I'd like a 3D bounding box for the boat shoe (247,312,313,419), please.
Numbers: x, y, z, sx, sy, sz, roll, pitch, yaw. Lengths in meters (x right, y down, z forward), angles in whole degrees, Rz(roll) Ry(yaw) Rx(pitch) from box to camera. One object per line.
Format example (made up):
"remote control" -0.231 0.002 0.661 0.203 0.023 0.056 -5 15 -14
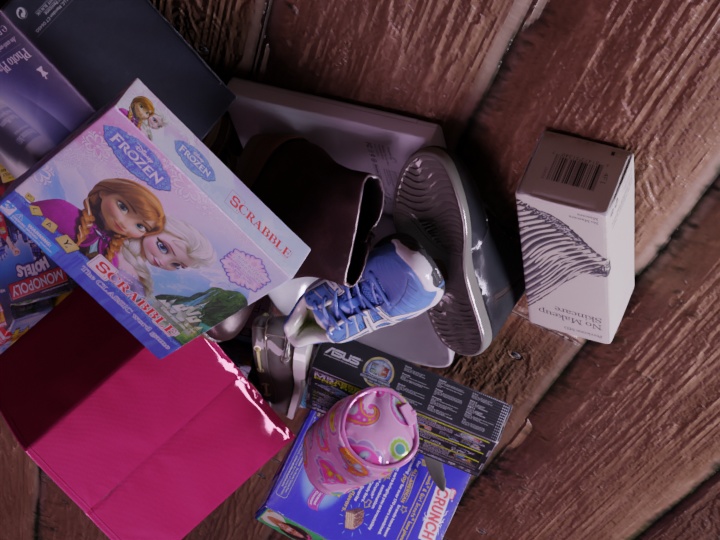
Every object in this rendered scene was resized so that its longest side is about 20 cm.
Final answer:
"boat shoe" -0.081 0.093 1.705 0.060 0.072 0.202 12 157 0

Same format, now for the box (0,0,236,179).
"box" -0.250 -0.160 1.480 0.198 0.123 0.200 46 148 -19

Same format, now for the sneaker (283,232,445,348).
"sneaker" 0.003 0.027 1.465 0.076 0.077 0.200 54 148 -3

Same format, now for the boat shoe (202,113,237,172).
"boat shoe" -0.142 -0.097 1.594 0.072 0.072 0.200 18 155 -13

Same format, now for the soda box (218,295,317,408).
"soda box" -0.101 0.080 1.823 0.063 0.069 0.200 10 159 19

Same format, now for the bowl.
"bowl" 0.000 0.000 1.615 0.199 0.075 0.200 14 153 21

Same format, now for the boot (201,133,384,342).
"boot" -0.066 -0.012 1.458 0.072 0.201 0.166 8 -167 -43

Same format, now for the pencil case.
"pencil case" -0.002 0.169 1.678 0.087 0.088 0.200 29 161 -4

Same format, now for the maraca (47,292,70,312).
"maraca" -0.279 0.030 1.883 0.199 0.137 0.107 -11 98 43

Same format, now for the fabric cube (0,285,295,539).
"fabric cube" -0.222 0.134 1.687 0.200 0.199 0.196 53 171 -31

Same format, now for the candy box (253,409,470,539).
"candy box" 0.006 0.250 1.955 0.199 0.170 0.077 28 158 -2

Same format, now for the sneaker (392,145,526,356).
"sneaker" 0.092 -0.036 1.469 0.075 0.106 0.201 12 130 33

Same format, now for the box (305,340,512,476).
"box" 0.044 0.137 1.727 0.199 0.044 0.160 22 161 4

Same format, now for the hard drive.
"hard drive" -0.015 -0.102 1.505 0.199 0.026 0.132 15 151 22

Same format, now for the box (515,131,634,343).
"box" 0.181 -0.024 1.419 0.082 0.069 0.200 15 151 20

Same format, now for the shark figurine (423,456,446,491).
"shark figurine" 0.015 0.157 1.877 0.128 0.090 0.215 5 144 39

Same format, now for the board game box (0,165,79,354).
"board game box" -0.365 -0.016 1.814 0.199 0.062 0.201 -12 94 38

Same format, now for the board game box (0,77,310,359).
"board game box" -0.175 -0.036 1.415 0.200 0.041 0.199 44 136 -15
